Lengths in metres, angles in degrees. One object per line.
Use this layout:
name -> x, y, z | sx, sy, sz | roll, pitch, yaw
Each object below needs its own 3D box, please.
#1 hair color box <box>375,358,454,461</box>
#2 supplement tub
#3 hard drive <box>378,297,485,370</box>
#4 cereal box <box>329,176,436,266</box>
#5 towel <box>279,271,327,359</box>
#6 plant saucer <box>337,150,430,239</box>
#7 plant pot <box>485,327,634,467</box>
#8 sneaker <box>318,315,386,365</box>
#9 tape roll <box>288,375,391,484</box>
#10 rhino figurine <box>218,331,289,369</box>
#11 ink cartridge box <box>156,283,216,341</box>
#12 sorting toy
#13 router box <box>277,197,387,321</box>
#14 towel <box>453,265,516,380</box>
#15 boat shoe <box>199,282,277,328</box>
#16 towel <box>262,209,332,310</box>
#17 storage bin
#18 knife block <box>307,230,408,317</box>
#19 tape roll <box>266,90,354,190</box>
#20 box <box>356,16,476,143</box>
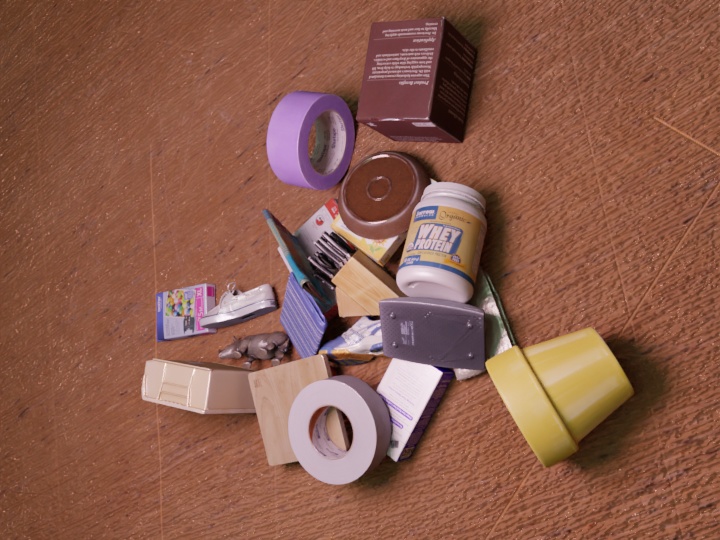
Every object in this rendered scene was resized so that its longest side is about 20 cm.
hair color box -> 0.087, 0.258, 1.450 | 0.109, 0.065, 0.201 | 32, 99, 30
supplement tub -> 0.156, -0.048, 1.380 | 0.144, 0.145, 0.201 | 2, 66, 32
hard drive -> 0.136, 0.112, 1.369 | 0.199, 0.042, 0.135 | 6, 120, 22
cereal box -> 0.052, -0.126, 1.509 | 0.144, 0.040, 0.200 | 37, 85, 29
towel -> -0.120, 0.106, 1.558 | 0.145, 0.024, 0.200 | 57, 152, 23
plant saucer -> 0.041, -0.159, 1.485 | 0.199, 0.034, 0.201 | -8, 66, 19
plant pot -> 0.339, 0.195, 1.238 | 0.188, 0.201, 0.201 | -31, 67, 9
sneaker -> 0.005, 0.139, 1.524 | 0.199, 0.075, 0.089 | -13, 60, 27
tape roll -> -0.042, 0.308, 1.438 | 0.199, 0.066, 0.201 | 0, 91, 29
rhino figurine -> -0.243, 0.176, 1.657 | 0.199, 0.087, 0.060 | -7, 117, 32
ink cartridge box -> -0.439, 0.106, 1.810 | 0.199, 0.042, 0.120 | -11, 77, 32
sorting toy -> -0.119, 0.290, 1.557 | 0.198, 0.070, 0.201 | -18, 83, 28
router box -> -0.064, -0.022, 1.589 | 0.179, 0.049, 0.200 | -41, 65, 20
towel -> 0.212, 0.098, 1.413 | 0.132, 0.034, 0.201 | -27, 69, 28
boat shoe -> -0.287, 0.072, 1.699 | 0.201, 0.075, 0.086 | -19, 72, 24
towel -> -0.127, -0.024, 1.508 | 0.022, 0.147, 0.200 | -32, 60, 5
storage bin -> -0.344, 0.254, 1.635 | 0.198, 0.200, 0.094 | 4, 84, 32
knife block -> 0.000, 0.000, 1.473 | 0.199, 0.064, 0.176 | -3, 106, 15
tape roll -> -0.102, -0.274, 1.560 | 0.085, 0.200, 0.201 | 15, 91, 32
box -> 0.113, -0.371, 1.461 | 0.165, 0.164, 0.201 | 8, 88, 31
